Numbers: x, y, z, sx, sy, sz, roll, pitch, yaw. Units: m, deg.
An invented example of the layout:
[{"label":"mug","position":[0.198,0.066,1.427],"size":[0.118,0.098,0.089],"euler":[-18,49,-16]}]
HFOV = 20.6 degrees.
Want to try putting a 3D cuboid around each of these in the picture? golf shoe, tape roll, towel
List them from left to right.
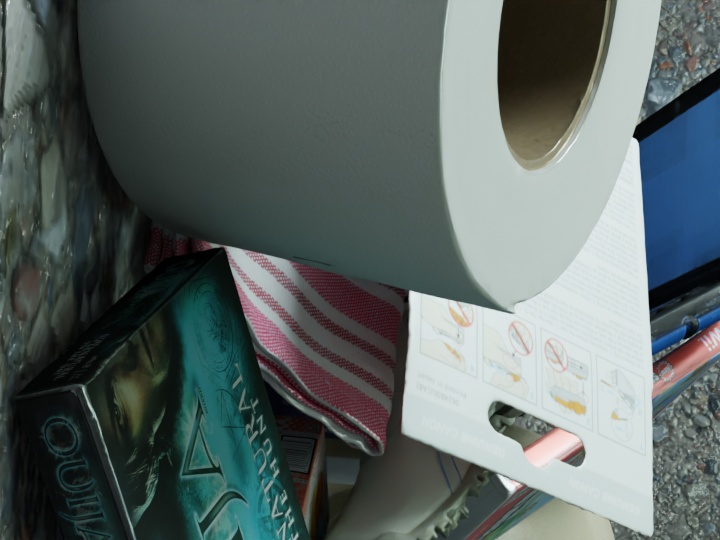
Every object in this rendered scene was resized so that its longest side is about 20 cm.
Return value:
[{"label":"towel","position":[-0.020,-0.039,0.849],"size":[0.146,0.030,0.201],"euler":[43,43,-38]},{"label":"tape roll","position":[0.011,-0.100,0.705],"size":[0.203,0.138,0.205],"euler":[-39,136,-52]},{"label":"golf shoe","position":[0.022,0.062,0.901],"size":[0.078,0.097,0.200],"euler":[-38,-171,49]}]

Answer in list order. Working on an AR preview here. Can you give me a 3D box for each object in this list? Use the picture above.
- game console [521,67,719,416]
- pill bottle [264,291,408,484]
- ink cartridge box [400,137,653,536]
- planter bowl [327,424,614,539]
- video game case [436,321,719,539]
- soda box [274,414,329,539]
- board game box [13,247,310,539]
[{"label":"game console","position":[0.132,-0.011,1.064],"size":[0.119,0.170,0.200],"euler":[63,-19,5]},{"label":"pill bottle","position":[0.000,0.000,0.995],"size":[0.111,0.110,0.202],"euler":[-17,112,-82]},{"label":"ink cartridge box","position":[0.061,0.006,0.865],"size":[0.159,0.047,0.202],"euler":[25,55,-37]},{"label":"planter bowl","position":[0.030,0.178,1.138],"size":[0.134,0.199,0.202],"euler":[17,75,-54]},{"label":"video game case","position":[0.099,0.102,1.023],"size":[0.199,0.017,0.143],"euler":[-28,164,-41]},{"label":"soda box","position":[-0.059,0.150,0.809],"size":[0.201,0.063,0.069],"euler":[-76,168,-48]},{"label":"board game box","position":[-0.052,0.108,0.692],"size":[0.135,0.028,0.202],"euler":[-52,128,-65]}]
